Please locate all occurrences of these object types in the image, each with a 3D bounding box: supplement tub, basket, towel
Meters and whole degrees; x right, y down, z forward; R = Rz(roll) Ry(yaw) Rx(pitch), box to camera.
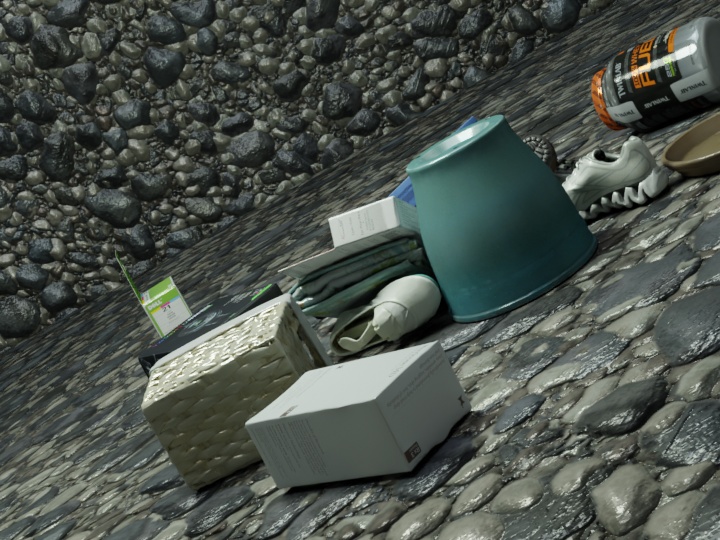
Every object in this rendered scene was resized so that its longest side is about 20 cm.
[{"bbox_3d":[0.449,-0.284,1.756,0.198,0.124,0.122,-20,14,42],"label":"supplement tub"},{"bbox_3d":[-0.138,0.140,1.356,0.198,0.137,0.124,-28,13,10],"label":"basket"},{"bbox_3d":[0.023,0.018,1.542,0.198,0.049,0.171,-21,-17,23],"label":"towel"}]

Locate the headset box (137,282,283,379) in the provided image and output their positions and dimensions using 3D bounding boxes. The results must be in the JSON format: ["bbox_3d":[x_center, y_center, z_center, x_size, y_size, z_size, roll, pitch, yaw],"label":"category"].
[{"bbox_3d":[-0.203,0.112,1.751,0.174,0.094,0.199,-38,14,-34],"label":"headset box"}]

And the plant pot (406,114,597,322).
[{"bbox_3d":[0.153,-0.072,1.409,0.198,0.190,0.200,-27,12,6],"label":"plant pot"}]

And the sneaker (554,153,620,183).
[{"bbox_3d":[0.274,-0.122,1.608,0.198,0.080,0.074,-19,13,39],"label":"sneaker"}]

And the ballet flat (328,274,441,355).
[{"bbox_3d":[0.026,0.066,1.468,0.069,0.070,0.199,-38,7,-39],"label":"ballet flat"}]

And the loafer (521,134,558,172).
[{"bbox_3d":[0.202,-0.086,1.583,0.201,0.073,0.071,-51,-30,20],"label":"loafer"}]

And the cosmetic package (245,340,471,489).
[{"bbox_3d":[-0.004,0.142,1.147,0.198,0.082,0.113,-20,13,44],"label":"cosmetic package"}]

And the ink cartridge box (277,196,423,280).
[{"bbox_3d":[0.008,-0.030,1.529,0.174,0.045,0.199,-19,-16,21],"label":"ink cartridge box"}]

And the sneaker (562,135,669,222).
[{"bbox_3d":[0.288,-0.106,1.500,0.198,0.082,0.075,-24,14,35],"label":"sneaker"}]

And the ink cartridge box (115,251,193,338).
[{"bbox_3d":[-0.388,0.038,2.261,0.075,0.202,0.148,-30,11,-7],"label":"ink cartridge box"}]

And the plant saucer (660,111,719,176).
[{"bbox_3d":[0.466,-0.169,1.457,0.198,0.030,0.200,-30,11,6],"label":"plant saucer"}]

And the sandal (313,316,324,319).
[{"bbox_3d":[0.000,0.000,1.664,0.199,0.045,0.076,-33,41,15],"label":"sandal"}]

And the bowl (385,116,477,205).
[{"bbox_3d":[0.108,-0.147,1.774,0.200,0.039,0.201,-44,1,1],"label":"bowl"}]
